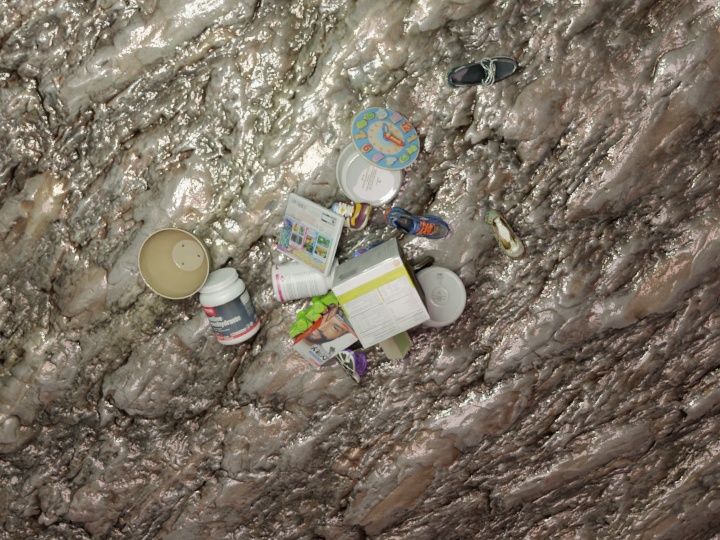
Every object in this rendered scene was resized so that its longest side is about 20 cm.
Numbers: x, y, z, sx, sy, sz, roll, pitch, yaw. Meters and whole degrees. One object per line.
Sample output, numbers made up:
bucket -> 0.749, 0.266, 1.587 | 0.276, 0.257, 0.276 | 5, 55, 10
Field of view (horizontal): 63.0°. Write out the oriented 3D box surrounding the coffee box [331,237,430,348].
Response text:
coffee box -> 0.057, 0.058, 1.609 | 0.199, 0.200, 0.198 | -26, 105, 10

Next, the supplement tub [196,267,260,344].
supplement tub -> -0.397, 0.108, 1.766 | 0.140, 0.140, 0.201 | -17, 113, 3

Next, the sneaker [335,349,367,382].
sneaker -> -0.021, 0.285, 1.867 | 0.081, 0.200, 0.083 | 36, 75, 21

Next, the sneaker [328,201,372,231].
sneaker -> -0.036, -0.158, 1.656 | 0.090, 0.200, 0.075 | 25, 76, -16

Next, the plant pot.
plant pot -> -0.517, -0.031, 1.695 | 0.199, 0.134, 0.201 | 0, 102, 2

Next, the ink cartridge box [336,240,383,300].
ink cartridge box -> 0.000, 0.000, 1.762 | 0.042, 0.119, 0.201 | 30, 111, 17

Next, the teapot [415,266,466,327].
teapot -> 0.216, 0.083, 1.801 | 0.197, 0.146, 0.200 | -45, 95, -14

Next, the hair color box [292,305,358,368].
hair color box -> -0.106, 0.211, 1.839 | 0.111, 0.064, 0.200 | 44, 120, -14

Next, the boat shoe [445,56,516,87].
boat shoe -> 0.331, -0.537, 1.592 | 0.199, 0.062, 0.075 | -7, 111, -2

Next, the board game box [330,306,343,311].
board game box -> 0.007, 0.153, 1.816 | 0.199, 0.019, 0.103 | -6, 122, 39

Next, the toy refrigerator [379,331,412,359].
toy refrigerator -> 0.087, 0.179, 1.851 | 0.070, 0.076, 0.200 | -10, 118, 41

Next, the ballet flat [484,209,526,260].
ballet flat -> 0.444, -0.096, 1.775 | 0.068, 0.075, 0.200 | -35, 111, 10

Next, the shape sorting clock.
shape sorting clock -> 0.069, -0.360, 1.594 | 0.199, 0.201, 0.039 | 22, 149, -12

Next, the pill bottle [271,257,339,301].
pill bottle -> -0.158, 0.024, 1.763 | 0.199, 0.113, 0.114 | -9, 113, 0

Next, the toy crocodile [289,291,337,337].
toy crocodile -> -0.150, 0.138, 1.835 | 0.062, 0.068, 0.200 | 40, 104, -18

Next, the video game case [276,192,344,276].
video game case -> -0.147, -0.104, 1.693 | 0.200, 0.024, 0.183 | 28, 113, 29

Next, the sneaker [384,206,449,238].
sneaker -> 0.168, -0.129, 1.741 | 0.199, 0.078, 0.076 | 10, 112, -8

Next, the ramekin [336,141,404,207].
ramekin -> 0.031, -0.271, 1.664 | 0.201, 0.094, 0.203 | -2, 113, -4

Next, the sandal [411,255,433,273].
sandal -> 0.131, 0.004, 1.799 | 0.200, 0.082, 0.055 | -33, 73, -2
